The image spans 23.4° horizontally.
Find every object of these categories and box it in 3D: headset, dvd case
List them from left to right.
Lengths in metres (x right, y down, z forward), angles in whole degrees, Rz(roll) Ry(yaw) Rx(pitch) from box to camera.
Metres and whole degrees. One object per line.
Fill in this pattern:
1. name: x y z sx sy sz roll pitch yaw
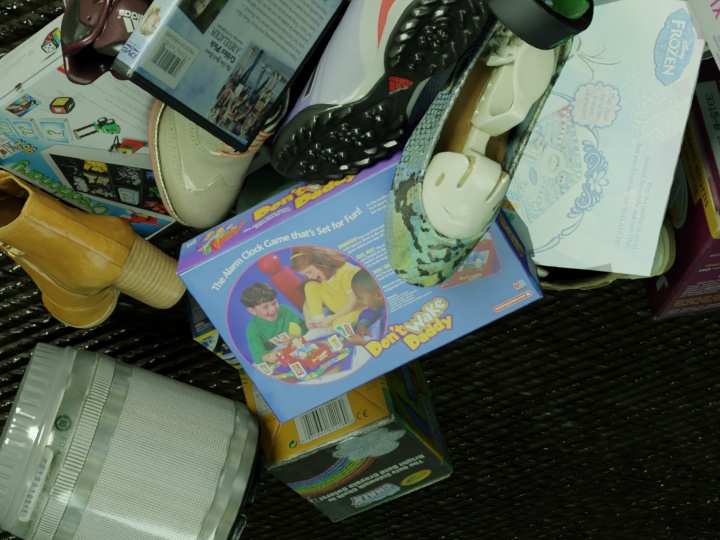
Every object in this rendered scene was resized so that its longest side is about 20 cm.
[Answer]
1. dvd case: -0.047 -0.171 0.986 0.200 0.018 0.143 -56 154 1
2. headset: 0.073 -0.218 0.960 0.094 0.124 0.200 -31 106 29

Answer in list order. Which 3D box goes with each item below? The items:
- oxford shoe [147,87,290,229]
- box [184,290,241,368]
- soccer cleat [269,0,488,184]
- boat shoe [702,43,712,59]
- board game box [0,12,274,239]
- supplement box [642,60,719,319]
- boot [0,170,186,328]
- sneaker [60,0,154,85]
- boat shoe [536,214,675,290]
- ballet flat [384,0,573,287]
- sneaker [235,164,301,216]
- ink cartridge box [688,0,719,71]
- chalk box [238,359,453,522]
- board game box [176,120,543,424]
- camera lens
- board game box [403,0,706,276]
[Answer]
1. oxford shoe: -0.087 -0.098 1.106 0.071 0.074 0.200 -14 135 -29
2. box: -0.034 0.001 1.352 0.200 0.064 0.070 -25 148 16
3. soccer cleat: 0.007 -0.129 1.060 0.068 0.073 0.200 12 140 -29
4. boat shoe: 0.222 -0.160 1.200 0.200 0.073 0.063 -15 147 -10
5. board game box: -0.164 -0.093 1.166 0.126 0.035 0.200 -30 147 22
6. supplement box: 0.272 -0.060 1.295 0.103 0.131 0.200 -9 160 -8
7. boot: -0.219 -0.020 1.211 0.144 0.071 0.201 30 162 -29
8. sneaker: -0.107 -0.171 0.973 0.076 0.116 0.200 27 133 -22
9. boat shoe: 0.142 -0.022 1.320 0.066 0.074 0.200 -13 -173 -41
10. ballet flat: 0.073 -0.082 1.048 0.074 0.074 0.200 20 91 -45
11. sneaker: 0.004 -0.009 1.229 0.200 0.118 0.074 14 115 2
12. ink cartridge box: 0.292 -0.183 1.114 0.200 0.119 0.042 -15 168 -32
13. chalk box: -0.005 0.130 1.523 0.125 0.124 0.200 -23 150 11
14. board game box: 0.000 0.000 1.146 0.200 0.045 0.135 -26 115 13
15. camera lens: -0.188 0.158 1.394 0.200 0.160 0.160 21 140 -11
16. board game box: 0.112 -0.100 1.144 0.199 0.043 0.200 6 118 -4
